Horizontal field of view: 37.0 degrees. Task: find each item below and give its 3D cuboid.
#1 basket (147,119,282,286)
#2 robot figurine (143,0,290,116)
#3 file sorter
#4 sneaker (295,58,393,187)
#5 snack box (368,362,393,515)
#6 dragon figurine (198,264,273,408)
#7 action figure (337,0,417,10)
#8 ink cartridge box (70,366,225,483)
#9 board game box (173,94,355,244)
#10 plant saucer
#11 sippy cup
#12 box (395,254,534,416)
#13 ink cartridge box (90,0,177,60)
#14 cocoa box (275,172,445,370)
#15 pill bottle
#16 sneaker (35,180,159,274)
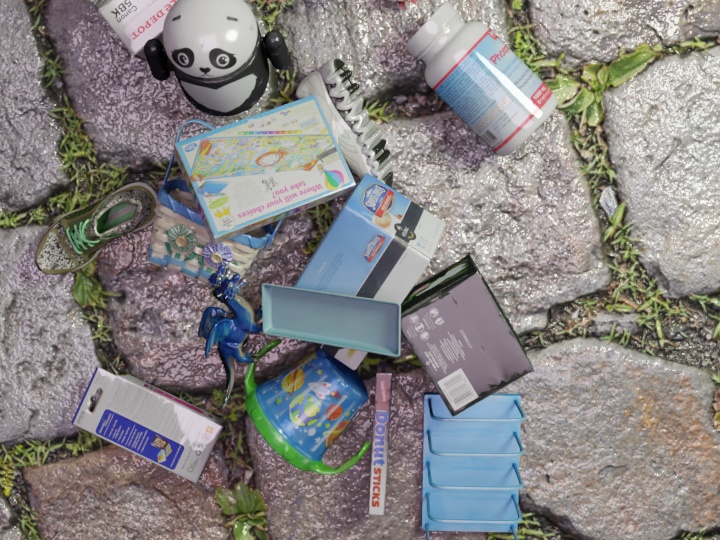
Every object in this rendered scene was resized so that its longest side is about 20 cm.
[{"bbox_3d":[-0.186,-0.082,1.442,0.176,0.139,0.201,22,100,-4],"label":"basket"},{"bbox_3d":[-0.183,-0.274,1.385,0.150,0.200,0.125,-42,75,-10],"label":"robot figurine"},{"bbox_3d":[0.156,0.282,1.490,0.138,0.123,0.201,1,98,2],"label":"file sorter"},{"bbox_3d":[-0.018,-0.184,1.468,0.081,0.075,0.201,-24,96,21],"label":"sneaker"},{"bbox_3d":[0.028,0.235,1.511,0.024,0.072,0.201,4,97,3],"label":"snack box"},{"bbox_3d":[-0.182,0.083,1.429,0.099,0.059,0.201,14,116,-28],"label":"dragon figurine"},{"bbox_3d":[0.025,-0.440,1.429,0.133,0.149,0.201,-14,117,23],"label":"action figure"},{"bbox_3d":[-0.302,0.217,1.537,0.199,0.037,0.095,26,98,-4],"label":"ink cartridge box"},{"bbox_3d":[-0.123,-0.132,1.389,0.199,0.034,0.135,-21,81,-17],"label":"board game box"},{"bbox_3d":[-0.036,0.060,1.359,0.199,0.019,0.070,7,106,26],"label":"plant saucer"},{"bbox_3d":[-0.065,0.179,1.465,0.130,0.140,0.178,-43,118,8],"label":"sippy cup"},{"bbox_3d":[0.133,0.080,1.424,0.124,0.200,0.149,-30,95,7],"label":"box"},{"bbox_3d":[-0.300,-0.404,1.434,0.147,0.083,0.200,-38,94,5],"label":"ink cartridge box"},{"bbox_3d":[0.000,0.000,1.425,0.131,0.133,0.200,32,117,-2],"label":"cocoa box"},{"bbox_3d":[0.157,-0.256,1.428,0.200,0.109,0.109,44,96,-5],"label":"pill bottle"},{"bbox_3d":[-0.368,-0.058,1.476,0.199,0.089,0.077,-32,96,5],"label":"sneaker"}]
